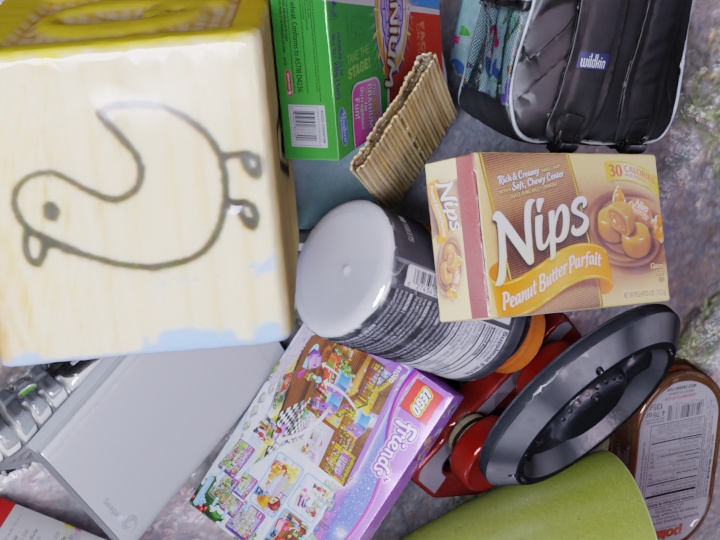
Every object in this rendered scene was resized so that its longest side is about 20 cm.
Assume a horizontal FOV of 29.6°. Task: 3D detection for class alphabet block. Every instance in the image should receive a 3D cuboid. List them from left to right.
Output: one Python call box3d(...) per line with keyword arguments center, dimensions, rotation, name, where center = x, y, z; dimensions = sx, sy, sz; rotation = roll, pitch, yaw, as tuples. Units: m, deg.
box3d(center=(-0.143, -0.073, 0.897), dimensions=(0.195, 0.196, 0.200), rotation=(-6, 113, -1), name="alphabet block")

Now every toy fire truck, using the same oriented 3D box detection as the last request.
box3d(center=(0.129, 0.124, 1.195), dimensions=(0.200, 0.112, 0.168), rotation=(-48, 140, -2), name="toy fire truck")

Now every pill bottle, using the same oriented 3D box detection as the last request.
box3d(center=(0.054, 0.024, 1.036), dimensions=(0.200, 0.106, 0.106), rotation=(21, 99, -42), name="pill bottle")

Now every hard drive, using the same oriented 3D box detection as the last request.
box3d(center=(-0.148, 0.098, 1.040), dimensions=(0.200, 0.026, 0.132), rotation=(-51, 135, -23), name="hard drive")

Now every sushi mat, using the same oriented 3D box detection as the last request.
box3d(center=(0.034, -0.095, 0.985), dimensions=(0.012, 0.200, 0.096), rotation=(33, 90, 9), name="sushi mat")

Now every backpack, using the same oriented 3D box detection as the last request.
box3d(center=(0.170, -0.206, 1.055), dimensions=(0.177, 0.151, 0.200), rotation=(-2, 117, -31), name="backpack")

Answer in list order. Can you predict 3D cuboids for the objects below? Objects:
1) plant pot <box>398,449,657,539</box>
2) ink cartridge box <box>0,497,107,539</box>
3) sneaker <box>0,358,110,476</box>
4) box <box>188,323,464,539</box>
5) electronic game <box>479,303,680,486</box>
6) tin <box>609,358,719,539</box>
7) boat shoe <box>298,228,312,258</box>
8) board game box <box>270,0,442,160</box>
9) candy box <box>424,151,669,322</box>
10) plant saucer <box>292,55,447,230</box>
box3d(center=(0.128, 0.259, 1.147), dimensions=(0.199, 0.187, 0.188), rotation=(-7, 112, -10), name="plant pot")
box3d(center=(-0.253, 0.252, 1.036), dimensions=(0.200, 0.067, 0.116), rotation=(24, 106, -4), name="ink cartridge box")
box3d(center=(-0.240, 0.141, 1.031), dimensions=(0.200, 0.075, 0.116), rotation=(-35, 122, -12), name="sneaker")
box3d(center=(-0.029, 0.144, 1.089), dimensions=(0.200, 0.137, 0.039), rotation=(-57, 162, 6), name="box")
box3d(center=(0.175, 0.101, 1.082), dimensions=(0.200, 0.042, 0.200), rotation=(-31, 152, -18), name="electronic game")
box3d(center=(0.297, 0.184, 1.333), dimensions=(0.112, 0.042, 0.201), rotation=(-6, 111, -20), name="tin")
box3d(center=(0.000, 0.000, 1.096), dimensions=(0.200, 0.073, 0.062), rotation=(2, 104, -32), name="boat shoe")
box3d(center=(0.002, -0.176, 0.932), dimensions=(0.200, 0.040, 0.153), rotation=(-43, 133, -58), name="board game box")
box3d(center=(0.142, -0.027, 1.006), dimensions=(0.200, 0.055, 0.116), rotation=(-4, 86, -39), name="candy box")
box3d(center=(-0.029, -0.132, 1.051), dimensions=(0.201, 0.039, 0.202), rotation=(-9, 113, -23), name="plant saucer")
